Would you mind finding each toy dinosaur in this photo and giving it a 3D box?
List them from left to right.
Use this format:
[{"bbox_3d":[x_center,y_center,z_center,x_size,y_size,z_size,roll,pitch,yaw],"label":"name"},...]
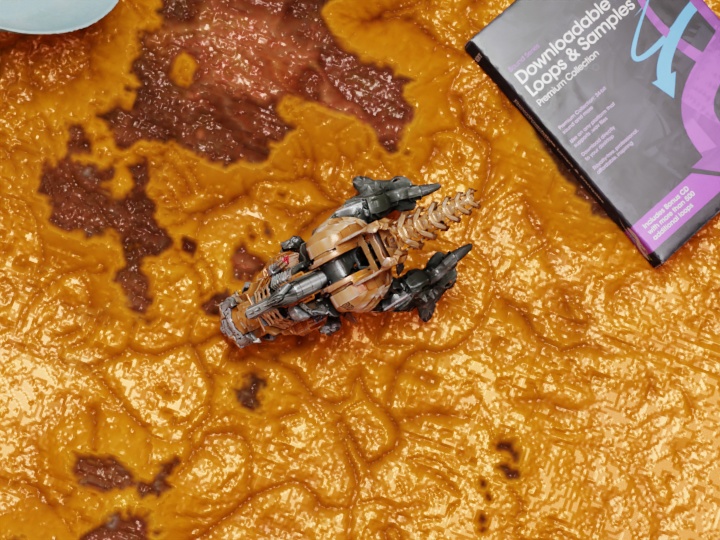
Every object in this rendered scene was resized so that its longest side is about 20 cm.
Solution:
[{"bbox_3d":[0.000,0.000,1.628,0.199,0.135,0.103,-2,102,36],"label":"toy dinosaur"}]

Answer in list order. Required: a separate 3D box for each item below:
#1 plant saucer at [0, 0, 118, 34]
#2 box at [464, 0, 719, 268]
[{"bbox_3d":[-0.248,-0.217,1.641,0.200,0.039,0.202,21,42,-20],"label":"plant saucer"},{"bbox_3d":[0.187,-0.124,1.712,0.143,0.036,0.200,-41,88,-8],"label":"box"}]
